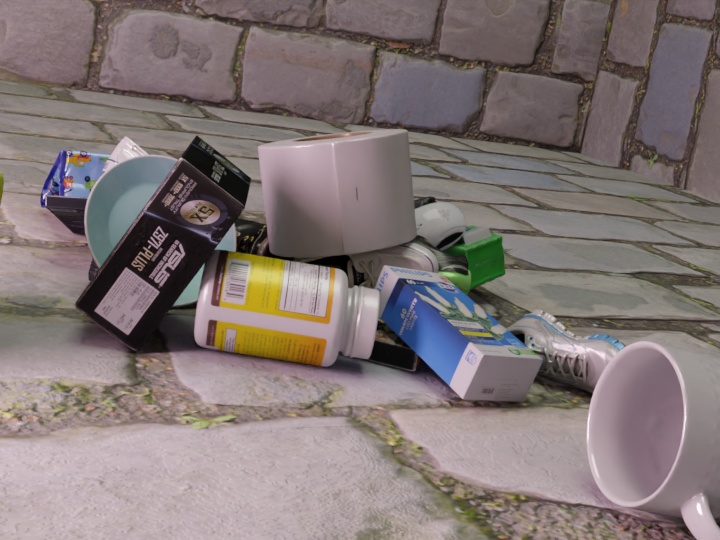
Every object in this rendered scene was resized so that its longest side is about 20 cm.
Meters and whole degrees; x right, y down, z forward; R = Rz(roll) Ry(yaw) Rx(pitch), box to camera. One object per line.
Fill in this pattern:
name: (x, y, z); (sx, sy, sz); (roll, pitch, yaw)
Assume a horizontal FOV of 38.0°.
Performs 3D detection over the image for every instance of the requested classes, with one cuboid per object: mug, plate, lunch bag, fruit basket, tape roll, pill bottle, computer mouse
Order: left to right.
lunch bag: (-0.396, -0.115, 1.579); (0.148, 0.096, 0.199); (4, -5, -25)
plate: (-0.251, -0.048, 1.312); (0.197, 0.204, 0.026); (2, -19, -30)
pill bottle: (-0.081, 0.045, 1.164); (0.196, 0.111, 0.109); (10, 14, -5)
tape roll: (-0.029, -0.105, 1.364); (0.198, 0.142, 0.203); (-6, 9, 1)
computer mouse: (0.062, -0.044, 1.486); (0.198, 0.044, 0.110); (-31, 67, -12)
fruit basket: (0.112, -0.022, 1.594); (0.198, 0.096, 0.184); (10, 19, 39)
mug: (0.323, 0.173, 0.942); (0.172, 0.149, 0.202); (13, 43, -20)

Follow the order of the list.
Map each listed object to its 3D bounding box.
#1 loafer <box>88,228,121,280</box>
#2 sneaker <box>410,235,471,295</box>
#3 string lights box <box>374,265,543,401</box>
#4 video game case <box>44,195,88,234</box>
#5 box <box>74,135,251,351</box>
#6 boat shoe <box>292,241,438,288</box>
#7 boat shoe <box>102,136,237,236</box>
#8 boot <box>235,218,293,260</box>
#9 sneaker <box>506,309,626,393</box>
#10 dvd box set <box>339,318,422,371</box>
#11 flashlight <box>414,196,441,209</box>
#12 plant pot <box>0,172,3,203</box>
loafer: (-0.285, -0.031, 1.383); (0.071, 0.074, 0.200); (13, 14, 13)
sneaker: (0.057, -0.006, 1.427); (0.196, 0.078, 0.084); (15, 44, 10)
string lights box: (0.105, 0.072, 1.210); (0.101, 0.060, 0.200); (8, 24, -40)
video game case: (-0.342, -0.071, 1.435); (0.140, 0.019, 0.200); (3, -7, -5)
box: (-0.214, -0.034, 1.162); (0.086, 0.201, 0.164); (36, 9, -12)
boat shoe: (0.000, 0.000, 1.349); (0.196, 0.073, 0.066); (6, 17, 15)
boat shoe: (-0.242, -0.107, 1.387); (0.198, 0.066, 0.073); (32, -10, -16)
boot: (-0.176, -0.038, 1.491); (0.148, 0.075, 0.200); (12, 13, 5)
sneaker: (0.241, 0.109, 1.261); (0.085, 0.077, 0.199); (-13, 19, -33)
dvd box set: (0.023, 0.068, 1.312); (0.144, 0.030, 0.200); (14, 15, 13)
flashlight: (0.049, -0.066, 1.622); (0.198, 0.069, 0.067); (-12, 16, 44)
plant pot: (-0.481, -0.029, 1.010); (0.198, 0.185, 0.197); (-3, 20, -44)
